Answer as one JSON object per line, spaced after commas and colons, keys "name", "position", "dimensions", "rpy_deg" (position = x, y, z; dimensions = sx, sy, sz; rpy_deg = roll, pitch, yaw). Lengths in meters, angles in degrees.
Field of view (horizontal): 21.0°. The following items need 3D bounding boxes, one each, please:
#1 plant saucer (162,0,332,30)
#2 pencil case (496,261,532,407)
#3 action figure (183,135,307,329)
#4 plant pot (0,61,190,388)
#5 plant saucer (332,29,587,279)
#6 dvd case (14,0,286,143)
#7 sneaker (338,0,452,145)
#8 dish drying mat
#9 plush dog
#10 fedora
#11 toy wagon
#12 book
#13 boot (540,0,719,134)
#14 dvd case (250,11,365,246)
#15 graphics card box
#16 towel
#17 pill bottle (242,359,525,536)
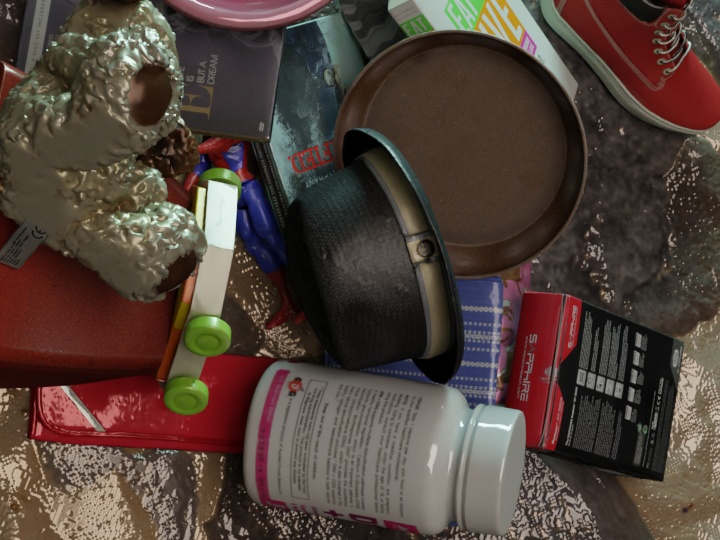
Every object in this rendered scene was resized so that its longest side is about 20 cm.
{"name": "plant saucer", "position": [-0.087, -0.273, 1.442], "dimensions": [0.198, 0.051, 0.203], "rpy_deg": [1, 81, -7]}
{"name": "pencil case", "position": [0.099, 0.037, 1.588], "dimensions": [0.082, 0.087, 0.202], "rpy_deg": [4, 85, 6]}
{"name": "action figure", "position": [-0.105, -0.044, 1.500], "dimensions": [0.099, 0.065, 0.202], "rpy_deg": [-25, 98, -38]}
{"name": "plant pot", "position": [-0.233, -0.009, 1.371], "dimensions": [0.175, 0.199, 0.202], "rpy_deg": [17, 73, -32]}
{"name": "plant saucer", "position": [0.078, -0.093, 1.507], "dimensions": [0.198, 0.035, 0.202], "rpy_deg": [5, 113, 11]}
{"name": "dvd case", "position": [-0.156, -0.181, 1.462], "dimensions": [0.198, 0.016, 0.150], "rpy_deg": [7, 78, 2]}
{"name": "sneaker", "position": [0.050, -0.165, 1.573], "dimensions": [0.082, 0.074, 0.202], "rpy_deg": [-17, 92, -52]}
{"name": "dish drying mat", "position": [-0.157, 0.099, 1.498], "dimensions": [0.198, 0.018, 0.078], "rpy_deg": [5, 84, -25]}
{"name": "plush dog", "position": [-0.169, -0.102, 1.252], "dimensions": [0.172, 0.159, 0.201], "rpy_deg": [-66, 158, -45]}
{"name": "fedora", "position": [0.000, 0.000, 1.439], "dimensions": [0.091, 0.200, 0.202], "rpy_deg": [-20, 96, -15]}
{"name": "toy wagon", "position": [-0.123, 0.029, 1.416], "dimensions": [0.039, 0.201, 0.156], "rpy_deg": [12, 46, -12]}
{"name": "book", "position": [0.100, -0.177, 1.571], "dimensions": [0.200, 0.048, 0.134], "rpy_deg": [50, 37, -27]}
{"name": "boot", "position": [0.262, -0.192, 1.640], "dimensions": [0.200, 0.144, 0.073], "rpy_deg": [38, 69, -20]}
{"name": "dvd case", "position": [-0.028, -0.096, 1.536], "dimensions": [0.146, 0.022, 0.202], "rpy_deg": [-23, 98, -49]}
{"name": "graphics card box", "position": [0.194, 0.098, 1.601], "dimensions": [0.199, 0.051, 0.127], "rpy_deg": [18, 78, -50]}
{"name": "towel", "position": [0.039, 0.098, 1.545], "dimensions": [0.143, 0.024, 0.202], "rpy_deg": [3, 86, 16]}
{"name": "pill bottle", "position": [0.020, 0.138, 1.475], "dimensions": [0.198, 0.113, 0.115], "rpy_deg": [8, 82, 15]}
